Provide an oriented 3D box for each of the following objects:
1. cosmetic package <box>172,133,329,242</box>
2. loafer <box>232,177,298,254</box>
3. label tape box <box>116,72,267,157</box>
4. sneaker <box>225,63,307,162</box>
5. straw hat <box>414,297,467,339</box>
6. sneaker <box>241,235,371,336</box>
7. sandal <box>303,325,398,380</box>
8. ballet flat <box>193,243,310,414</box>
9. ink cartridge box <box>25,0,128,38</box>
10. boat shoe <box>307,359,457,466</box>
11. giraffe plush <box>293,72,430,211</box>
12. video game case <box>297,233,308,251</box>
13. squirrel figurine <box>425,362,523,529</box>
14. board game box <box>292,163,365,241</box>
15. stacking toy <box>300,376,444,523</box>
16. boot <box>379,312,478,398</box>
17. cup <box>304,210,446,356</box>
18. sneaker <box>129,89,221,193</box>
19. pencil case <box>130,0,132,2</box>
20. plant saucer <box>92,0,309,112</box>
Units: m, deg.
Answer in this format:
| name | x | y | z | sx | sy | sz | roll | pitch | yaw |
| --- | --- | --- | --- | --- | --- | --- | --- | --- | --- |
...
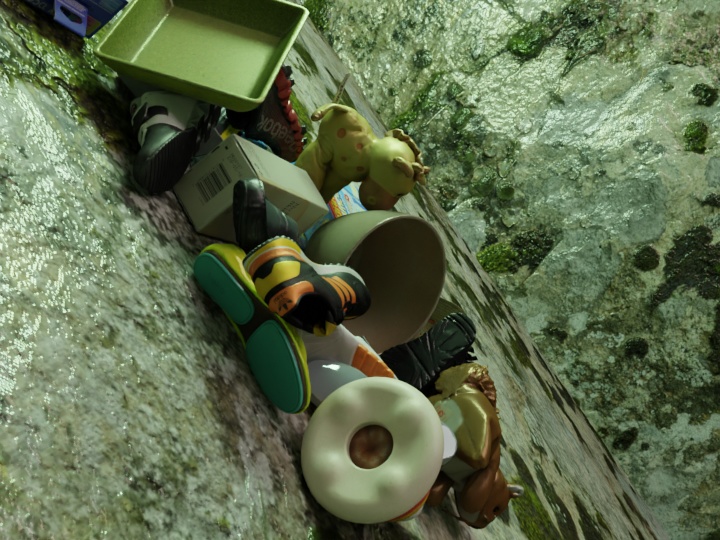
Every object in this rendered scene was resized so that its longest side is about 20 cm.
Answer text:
| name | x | y | z | sx | sy | sz | roll | pitch | yaw |
| --- | --- | --- | --- | --- | --- | --- | --- | --- | --- |
| cosmetic package | -0.131 | -0.089 | 1.012 | 0.073 | 0.103 | 0.200 | 58 | 15 | 18 |
| loafer | -0.105 | -0.048 | 0.909 | 0.201 | 0.070 | 0.069 | 98 | -14 | -69 |
| label tape box | -0.218 | -0.209 | 1.080 | 0.201 | 0.063 | 0.144 | 52 | 15 | -16 |
| sneaker | -0.131 | -0.207 | 1.096 | 0.071 | 0.098 | 0.201 | 48 | -14 | 27 |
| straw hat | 0.073 | 0.092 | 1.297 | 0.201 | 0.199 | 0.086 | 35 | 66 | -54 |
| sneaker | -0.043 | 0.037 | 0.842 | 0.200 | 0.070 | 0.091 | 30 | 29 | -56 |
| sandal | -0.023 | 0.102 | 0.977 | 0.207 | 0.079 | 0.059 | 52 | 6 | -19 |
| ballet flat | -0.099 | 0.054 | 0.850 | 0.201 | 0.067 | 0.067 | 55 | 31 | 11 |
| ink cartridge box | -0.359 | -0.365 | 0.942 | 0.201 | 0.076 | 0.136 | 59 | 15 | 21 |
| boat shoe | 0.013 | 0.175 | 0.939 | 0.198 | 0.068 | 0.074 | 26 | 42 | -8 |
| giraffe plush | 0.011 | -0.151 | 1.147 | 0.161 | 0.201 | 0.173 | 32 | 37 | 10 |
| video game case | -0.102 | -0.077 | 1.255 | 0.144 | 0.018 | 0.200 | 60 | 14 | 22 |
| squirrel figurine | 0.149 | 0.233 | 1.072 | 0.187 | 0.140 | 0.201 | 55 | 37 | -32 |
| board game box | -0.023 | -0.075 | 1.320 | 0.195 | 0.056 | 0.201 | 31 | 27 | -46 |
| stacking toy | 0.032 | 0.214 | 0.860 | 0.147 | 0.145 | 0.200 | 65 | 1 | 35 |
| boot | 0.085 | 0.152 | 1.161 | 0.073 | 0.197 | 0.163 | 49 | -20 | 23 |
| cup | 0.000 | 0.000 | 1.128 | 0.143 | 0.201 | 0.200 | 28 | -10 | 46 |
| sneaker | -0.230 | -0.156 | 0.921 | 0.088 | 0.075 | 0.201 | 20 | 33 | -2 |
| pencil case | -0.261 | -0.341 | 1.208 | 0.200 | 0.077 | 0.088 | 32 | 56 | -59 |
| plant saucer | -0.182 | -0.267 | 0.962 | 0.198 | 0.048 | 0.201 | 17 | 50 | 2 |
